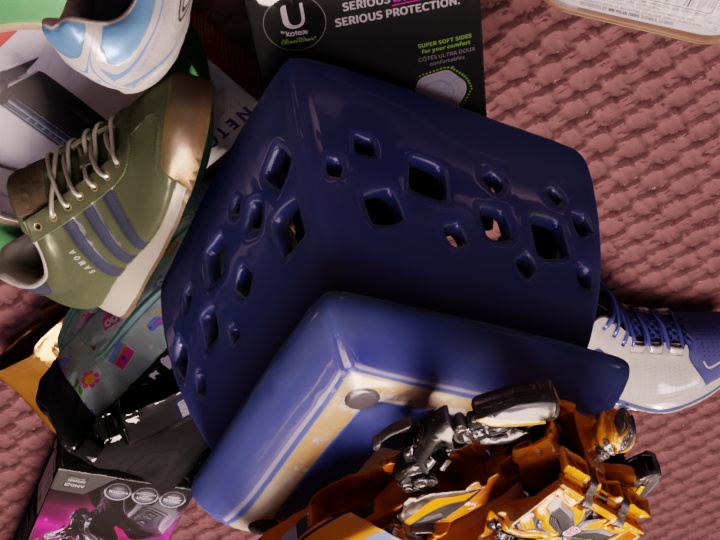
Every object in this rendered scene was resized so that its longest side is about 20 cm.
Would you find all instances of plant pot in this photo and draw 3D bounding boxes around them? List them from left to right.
[{"bbox_3d":[0.015,0.037,0.638,0.198,0.181,0.200,14,134,-25],"label":"plant pot"}]

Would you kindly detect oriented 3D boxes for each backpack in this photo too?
[{"bbox_3d":[-0.116,0.041,0.819,0.200,0.126,0.167,-49,157,1],"label":"backpack"}]

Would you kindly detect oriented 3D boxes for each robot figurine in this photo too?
[{"bbox_3d":[0.046,0.123,0.559,0.199,0.059,0.145,-33,135,26],"label":"robot figurine"}]

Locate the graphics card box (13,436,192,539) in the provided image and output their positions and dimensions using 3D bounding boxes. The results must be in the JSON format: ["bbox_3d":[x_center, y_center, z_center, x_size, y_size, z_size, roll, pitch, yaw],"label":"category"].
[{"bbox_3d":[-0.237,0.227,1.074,0.124,0.051,0.201,14,129,-22],"label":"graphics card box"}]

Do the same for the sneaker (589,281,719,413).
[{"bbox_3d":[0.208,0.056,0.968,0.197,0.081,0.116,-8,137,-1],"label":"sneaker"}]

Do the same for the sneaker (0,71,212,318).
[{"bbox_3d":[-0.152,-0.040,0.668,0.089,0.068,0.200,11,143,-21],"label":"sneaker"}]

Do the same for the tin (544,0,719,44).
[{"bbox_3d":[0.190,-0.205,0.744,0.198,0.042,0.113,8,128,-18],"label":"tin"}]

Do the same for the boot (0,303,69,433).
[{"bbox_3d":[-0.171,0.068,0.921,0.200,0.071,0.144,-30,126,12],"label":"boot"}]

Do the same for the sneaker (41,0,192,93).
[{"bbox_3d":[-0.104,-0.191,0.604,0.071,0.202,0.072,9,168,32],"label":"sneaker"}]

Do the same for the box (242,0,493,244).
[{"bbox_3d":[0.002,-0.133,0.698,0.123,0.149,0.201,-9,137,0],"label":"box"}]

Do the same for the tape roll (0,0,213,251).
[{"bbox_3d":[-0.187,-0.095,0.702,0.198,0.048,0.202,-6,134,-6],"label":"tape roll"}]

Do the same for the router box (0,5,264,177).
[{"bbox_3d":[-0.187,-0.108,0.759,0.199,0.049,0.179,-36,129,23],"label":"router box"}]
